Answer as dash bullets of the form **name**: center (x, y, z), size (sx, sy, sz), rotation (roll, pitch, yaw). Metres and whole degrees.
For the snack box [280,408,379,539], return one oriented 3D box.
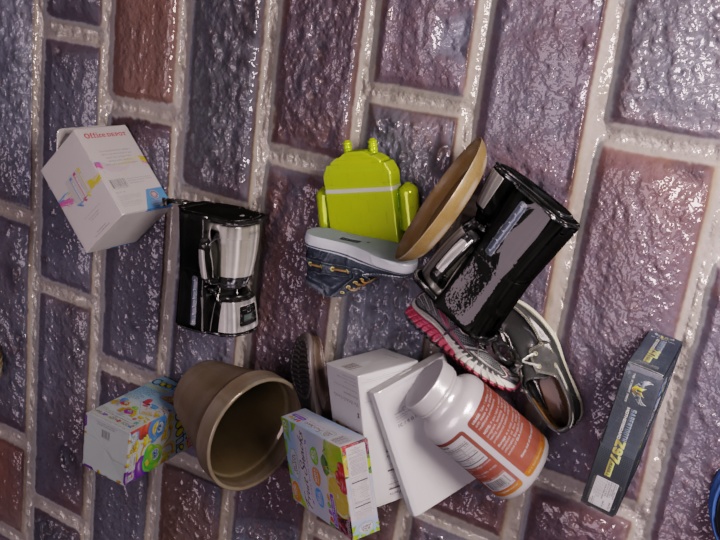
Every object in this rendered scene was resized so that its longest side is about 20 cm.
- **snack box**: center (-0.049, 0.306, 1.285), size (0.199, 0.052, 0.146), rotation (10, 109, 59)

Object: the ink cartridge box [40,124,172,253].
- **ink cartridge box**: center (-0.458, -0.158, 1.501), size (0.125, 0.128, 0.202), rotation (-36, 81, 30)

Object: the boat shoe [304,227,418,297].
- **boat shoe**: center (0.000, 0.000, 1.270), size (0.197, 0.070, 0.093), rotation (17, 114, 33)

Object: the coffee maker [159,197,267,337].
- **coffee maker**: center (-0.250, -0.007, 1.428), size (0.191, 0.133, 0.205), rotation (24, 112, 48)

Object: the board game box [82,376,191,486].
- **board game box**: center (-0.387, 0.283, 1.511), size (0.103, 0.199, 0.105), rotation (17, 109, 24)

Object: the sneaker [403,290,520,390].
- **sneaker**: center (0.158, 0.101, 1.235), size (0.199, 0.081, 0.075), rotation (40, 87, 8)

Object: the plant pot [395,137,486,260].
- **plant pot**: center (0.115, -0.091, 1.155), size (0.027, 0.201, 0.201), rotation (34, 118, -5)

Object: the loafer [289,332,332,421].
- **loafer**: center (-0.066, 0.199, 1.392), size (0.073, 0.070, 0.205), rotation (5, 105, 57)

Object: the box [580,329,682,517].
- **box**: center (0.353, 0.194, 1.091), size (0.050, 0.157, 0.204), rotation (21, 110, 23)

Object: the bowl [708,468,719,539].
- **bowl**: center (0.548, 0.320, 1.075), size (0.197, 0.039, 0.206), rotation (7, 104, 29)

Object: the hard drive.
- **hard drive**: center (0.099, 0.243, 1.252), size (0.026, 0.130, 0.204), rotation (10, 121, 62)

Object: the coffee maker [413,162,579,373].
- **coffee maker**: center (0.202, -0.011, 1.139), size (0.191, 0.135, 0.201), rotation (38, 109, 0)

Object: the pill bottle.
- **pill bottle**: center (0.163, 0.221, 1.197), size (0.199, 0.113, 0.112), rotation (41, 119, -10)

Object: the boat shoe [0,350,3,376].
- **boat shoe**: center (-0.864, 0.187, 1.847), size (0.197, 0.071, 0.078), rotation (21, 126, 26)

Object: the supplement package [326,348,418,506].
- **supplement package**: center (0.027, 0.238, 1.294), size (0.113, 0.107, 0.205), rotation (9, 108, 62)

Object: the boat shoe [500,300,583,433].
- **boat shoe**: center (0.249, 0.133, 1.192), size (0.071, 0.067, 0.203), rotation (-32, 81, 32)

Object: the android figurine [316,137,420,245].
- **android figurine**: center (0.008, -0.100, 1.294), size (0.179, 0.041, 0.205), rotation (-1, 102, 31)

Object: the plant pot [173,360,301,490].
- **plant pot**: center (-0.226, 0.242, 1.432), size (0.172, 0.198, 0.205), rotation (24, 112, 40)
